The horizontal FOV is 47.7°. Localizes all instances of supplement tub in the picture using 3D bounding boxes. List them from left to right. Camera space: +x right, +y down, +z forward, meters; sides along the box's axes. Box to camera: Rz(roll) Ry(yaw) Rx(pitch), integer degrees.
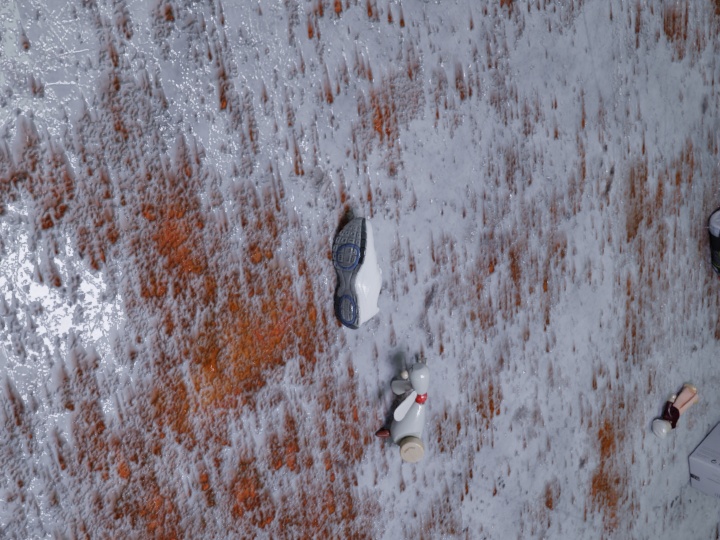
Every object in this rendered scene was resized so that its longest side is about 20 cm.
[{"bbox_3d":[1.050,-0.064,2.288,0.122,0.121,0.203,-36,124,-27],"label":"supplement tub"}]

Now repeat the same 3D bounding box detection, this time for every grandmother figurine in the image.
[{"bbox_3d":[0.904,0.408,2.341,0.199,0.060,0.123,-39,116,-29],"label":"grandmother figurine"}]

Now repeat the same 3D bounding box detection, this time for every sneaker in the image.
[{"bbox_3d":[0.000,0.000,1.458,0.086,0.074,0.204,-21,122,-47],"label":"sneaker"}]

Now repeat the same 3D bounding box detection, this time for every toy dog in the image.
[{"bbox_3d":[0.081,0.269,1.579,0.094,0.132,0.205,3,98,-1],"label":"toy dog"}]

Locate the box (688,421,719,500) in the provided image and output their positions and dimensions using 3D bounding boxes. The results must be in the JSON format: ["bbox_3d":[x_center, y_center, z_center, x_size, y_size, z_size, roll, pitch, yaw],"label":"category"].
[{"bbox_3d":[1.157,0.604,2.516,0.199,0.197,0.133,-34,121,-28],"label":"box"}]
